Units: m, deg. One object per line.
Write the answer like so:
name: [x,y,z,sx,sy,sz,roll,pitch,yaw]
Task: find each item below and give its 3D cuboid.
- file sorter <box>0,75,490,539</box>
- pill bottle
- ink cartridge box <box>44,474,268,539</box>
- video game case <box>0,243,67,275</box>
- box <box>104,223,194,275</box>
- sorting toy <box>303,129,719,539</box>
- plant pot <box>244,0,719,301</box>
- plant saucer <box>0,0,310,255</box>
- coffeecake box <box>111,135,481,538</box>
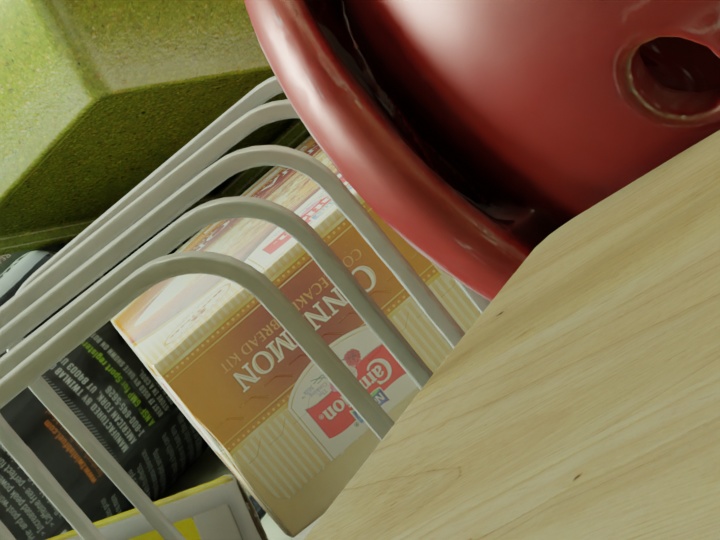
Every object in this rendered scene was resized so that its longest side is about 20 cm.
file sorter: [-0.030,0.046,0.686,0.139,0.125,0.200,-38,9,15]
pill bottle: [-0.157,0.093,1.043,0.200,0.106,0.106,-45,10,-25]
ink cartridge box: [-0.155,0.134,0.823,0.199,0.047,0.197,-13,-14,-47]
video game case: [-0.175,0.087,1.127,0.019,0.143,0.200,29,61,33]
box: [-0.160,-0.003,1.195,0.044,0.160,0.201,12,66,52]
sorting toy: [0.075,0.034,0.478,0.200,0.070,0.199,-33,12,45]
plant pot: [0.082,-0.090,0.650,0.183,0.200,0.201,-46,5,33]
plant saucer: [-0.079,-0.062,1.032,0.199,0.048,0.200,-12,-18,-38]
coffeecake box: [0.000,0.000,0.938,0.153,0.073,0.200,-40,9,-5]
